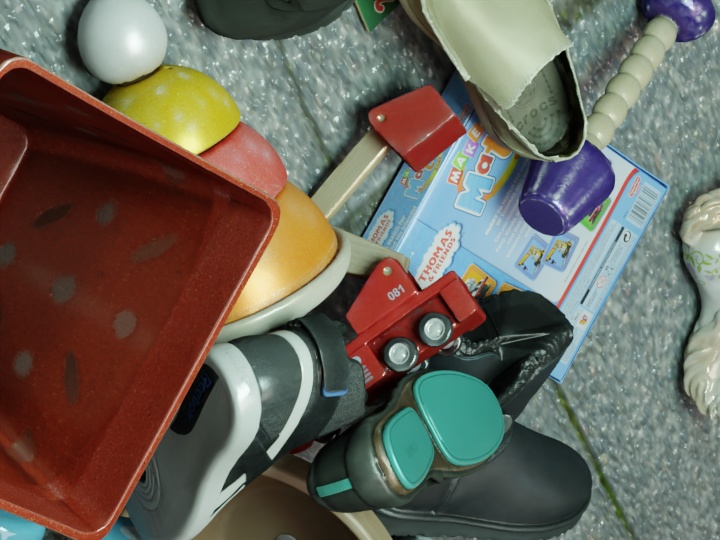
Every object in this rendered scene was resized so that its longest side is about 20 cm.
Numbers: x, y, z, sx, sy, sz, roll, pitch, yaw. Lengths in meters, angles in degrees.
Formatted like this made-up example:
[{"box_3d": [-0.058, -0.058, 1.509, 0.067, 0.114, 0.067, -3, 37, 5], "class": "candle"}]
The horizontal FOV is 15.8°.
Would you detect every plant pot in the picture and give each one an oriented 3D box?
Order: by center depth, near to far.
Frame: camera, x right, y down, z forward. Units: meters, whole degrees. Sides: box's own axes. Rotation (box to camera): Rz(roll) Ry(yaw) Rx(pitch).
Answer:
[{"box_3d": [-0.198, -0.010, 1.314, 0.200, 0.176, 0.201, 29, 91, -44], "class": "plant pot"}, {"box_3d": [-0.057, 0.184, 1.558, 0.093, 0.200, 0.202, -54, 150, -62], "class": "plant pot"}]

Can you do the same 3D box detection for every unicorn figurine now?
[{"box_3d": [0.270, 0.016, 1.813, 0.137, 0.074, 0.201, -34, 116, -11], "class": "unicorn figurine"}]

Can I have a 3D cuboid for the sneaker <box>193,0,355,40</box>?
[{"box_3d": [-0.009, -0.180, 1.403, 0.076, 0.199, 0.091, 67, 21, 0], "class": "sneaker"}]

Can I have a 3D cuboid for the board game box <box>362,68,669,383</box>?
[{"box_3d": [0.099, -0.030, 1.657, 0.200, 0.037, 0.152, 30, 90, -46], "class": "board game box"}]

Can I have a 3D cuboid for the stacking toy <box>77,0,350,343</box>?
[{"box_3d": [-0.100, -0.063, 1.427, 0.146, 0.146, 0.201, -30, 112, -26], "class": "stacking toy"}]

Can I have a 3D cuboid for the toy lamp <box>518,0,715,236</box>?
[{"box_3d": [0.159, -0.102, 1.620, 0.200, 0.058, 0.058, -53, 137, -30], "class": "toy lamp"}]

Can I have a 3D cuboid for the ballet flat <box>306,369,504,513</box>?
[{"box_3d": [0.020, 0.099, 1.488, 0.068, 0.068, 0.200, 68, 22, 4], "class": "ballet flat"}]

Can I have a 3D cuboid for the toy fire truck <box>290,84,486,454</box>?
[{"box_3d": [0.000, 0.000, 1.542, 0.200, 0.141, 0.049, -35, 166, 4], "class": "toy fire truck"}]

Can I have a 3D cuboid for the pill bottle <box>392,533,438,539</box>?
[{"box_3d": [0.019, 0.276, 1.691, 0.106, 0.106, 0.201, 35, 86, -45], "class": "pill bottle"}]

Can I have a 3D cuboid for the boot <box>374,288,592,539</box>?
[{"box_3d": [0.100, 0.093, 1.657, 0.199, 0.077, 0.169, 2, 132, -35], "class": "boot"}]

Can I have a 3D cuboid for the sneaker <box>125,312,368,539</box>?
[{"box_3d": [-0.057, 0.090, 1.432, 0.111, 0.073, 0.200, -16, 163, -29], "class": "sneaker"}]

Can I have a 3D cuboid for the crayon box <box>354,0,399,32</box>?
[{"box_3d": [0.068, -0.238, 1.519, 0.200, 0.051, 0.127, -42, 132, -17], "class": "crayon box"}]

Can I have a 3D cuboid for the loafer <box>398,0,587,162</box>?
[{"box_3d": [0.084, -0.137, 1.499, 0.076, 0.068, 0.200, -45, 133, -9], "class": "loafer"}]

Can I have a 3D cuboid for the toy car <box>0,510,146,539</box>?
[{"box_3d": [-0.174, 0.247, 1.422, 0.176, 0.200, 0.185, 17, 102, -25], "class": "toy car"}]
